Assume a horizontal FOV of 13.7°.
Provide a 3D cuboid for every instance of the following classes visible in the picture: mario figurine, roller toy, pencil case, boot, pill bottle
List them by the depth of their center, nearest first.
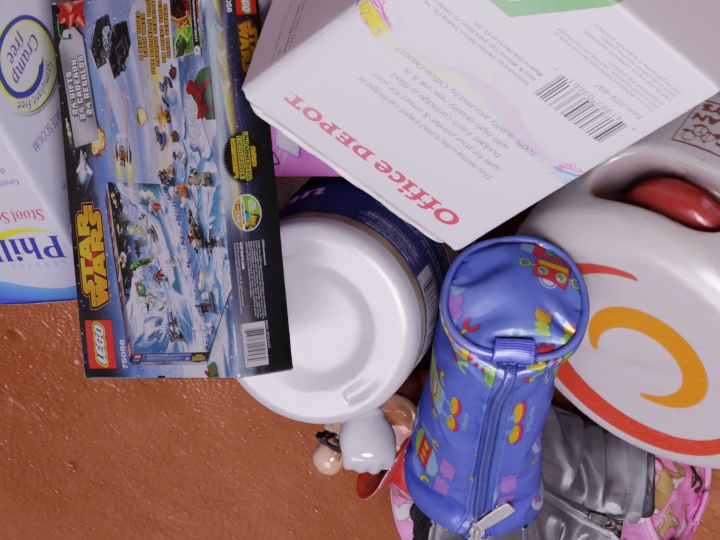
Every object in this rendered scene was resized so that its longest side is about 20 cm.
[{"bbox_3d":[0.070,0.068,1.580,0.078,0.087,0.200,1,145,-5],"label":"pencil case"},{"bbox_3d":[0.184,-0.001,1.592,0.182,0.140,0.200,46,149,-11],"label":"roller toy"},{"bbox_3d":[0.000,0.000,1.630,0.111,0.200,0.112,5,108,14],"label":"pill bottle"},{"bbox_3d":[0.107,0.086,1.719,0.131,0.070,0.201,8,97,-9],"label":"boot"},{"bbox_3d":[-0.030,0.067,1.765,0.106,0.124,0.200,-33,106,34],"label":"mario figurine"},{"bbox_3d":[0.113,0.135,1.830,0.199,0.083,0.087,-5,98,36],"label":"pencil case"}]

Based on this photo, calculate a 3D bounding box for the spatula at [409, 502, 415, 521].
[{"bbox_3d":[0.084,0.084,1.778,0.056,0.021,0.200,33,118,-6],"label":"spatula"}]

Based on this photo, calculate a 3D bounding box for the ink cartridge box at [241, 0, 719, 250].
[{"bbox_3d":[0.062,-0.112,1.436,0.145,0.088,0.200,35,137,-21],"label":"ink cartridge box"}]

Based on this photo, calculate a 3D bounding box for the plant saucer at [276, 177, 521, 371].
[{"bbox_3d":[0.016,0.005,1.789,0.200,0.037,0.201,17,140,15],"label":"plant saucer"}]

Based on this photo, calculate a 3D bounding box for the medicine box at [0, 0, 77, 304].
[{"bbox_3d":[-0.184,-0.114,1.672,0.103,0.182,0.200,-3,130,35],"label":"medicine box"}]

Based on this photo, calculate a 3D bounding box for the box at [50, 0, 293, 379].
[{"bbox_3d":[-0.098,-0.045,1.538,0.137,0.040,0.201,-2,94,50],"label":"box"}]

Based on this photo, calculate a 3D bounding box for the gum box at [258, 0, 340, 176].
[{"bbox_3d":[-0.044,-0.135,1.573,0.113,0.066,0.200,1,133,49],"label":"gum box"}]
